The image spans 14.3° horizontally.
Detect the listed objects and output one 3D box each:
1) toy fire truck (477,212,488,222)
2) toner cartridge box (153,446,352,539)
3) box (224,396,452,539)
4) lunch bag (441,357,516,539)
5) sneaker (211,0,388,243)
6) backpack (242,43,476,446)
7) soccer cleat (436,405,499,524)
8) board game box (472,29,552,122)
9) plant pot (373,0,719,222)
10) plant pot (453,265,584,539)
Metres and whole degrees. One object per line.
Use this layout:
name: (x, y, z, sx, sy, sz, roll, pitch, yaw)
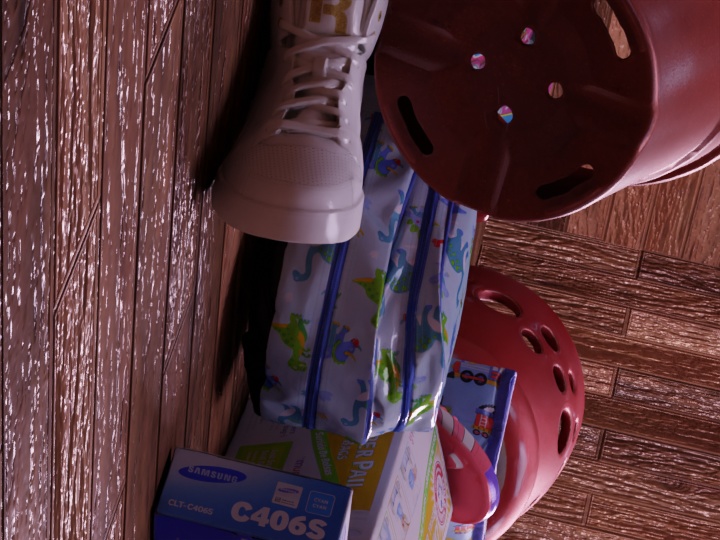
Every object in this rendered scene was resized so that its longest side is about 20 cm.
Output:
toy fire truck: (0.082, -0.148, 1.984, 0.168, 0.112, 0.201, -116, -146, -70)
toner cartridge box: (-0.059, 0.173, 1.498, 0.200, 0.095, 0.043, 97, 6, -53)
box: (-0.019, 0.149, 1.662, 0.200, 0.112, 0.102, -71, 152, -61)
lunch bag: (0.018, 0.138, 1.980, 0.200, 0.150, 0.094, 95, 9, -58)
sneaker: (-0.027, -0.089, 1.373, 0.200, 0.073, 0.116, -94, -167, -71)
backpack: (0.000, 0.000, 1.596, 0.200, 0.153, 0.163, -57, 169, -41)
soccer cleat: (0.029, 0.094, 1.822, 0.076, 0.200, 0.067, -12, 123, -40)
board game box: (0.069, -0.165, 1.739, 0.147, 0.064, 0.201, -24, 143, -42)
plant pot: (0.107, -0.119, 1.498, 0.195, 0.200, 0.202, -37, 141, -64)
plant pot: (0.060, 0.110, 2.142, 0.183, 0.200, 0.201, -50, 152, -73)
